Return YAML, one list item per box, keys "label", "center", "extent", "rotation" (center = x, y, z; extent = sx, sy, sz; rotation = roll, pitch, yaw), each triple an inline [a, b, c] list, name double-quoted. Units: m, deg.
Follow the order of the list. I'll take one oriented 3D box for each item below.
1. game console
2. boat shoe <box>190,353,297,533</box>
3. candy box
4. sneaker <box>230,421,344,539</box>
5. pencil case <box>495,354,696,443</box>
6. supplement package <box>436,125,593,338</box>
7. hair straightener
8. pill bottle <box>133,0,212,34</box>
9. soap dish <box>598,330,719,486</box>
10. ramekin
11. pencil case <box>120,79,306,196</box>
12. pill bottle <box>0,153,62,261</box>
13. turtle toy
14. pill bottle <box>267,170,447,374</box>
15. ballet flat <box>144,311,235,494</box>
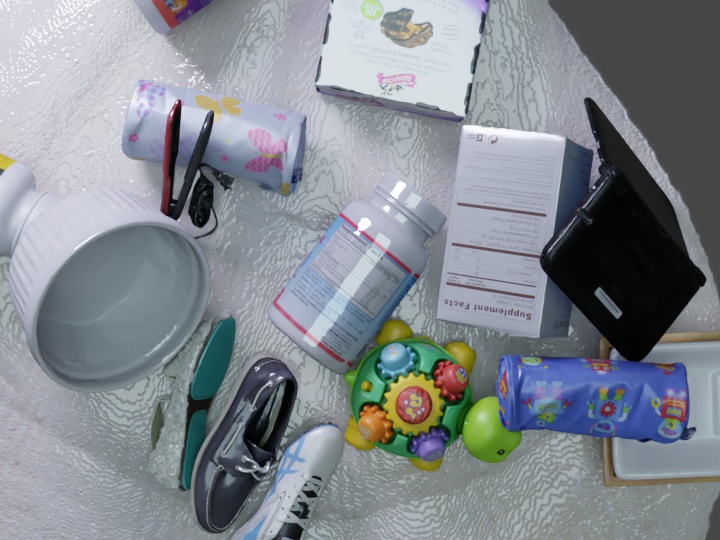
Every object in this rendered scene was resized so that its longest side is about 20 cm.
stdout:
- label: "game console"
  center: [0.255, -0.039, 1.269]
  extent: [0.177, 0.116, 0.200]
  rotation: [-50, 127, -2]
- label: "boat shoe"
  center: [-0.122, 0.191, 1.331]
  extent: [0.072, 0.062, 0.203]
  rotation: [22, 89, -38]
- label: "candy box"
  center: [0.050, -0.274, 1.326]
  extent: [0.165, 0.072, 0.203]
  rotation: [12, 91, -1]
- label: "sneaker"
  center: [-0.072, 0.255, 1.334]
  extent: [0.071, 0.072, 0.202]
  rotation: [27, 98, -40]
- label: "pencil case"
  center: [0.234, 0.131, 1.258]
  extent: [0.196, 0.078, 0.088]
  rotation: [4, 110, -1]
- label: "supplement package"
  center: [0.162, -0.038, 1.295]
  extent: [0.116, 0.117, 0.204]
  rotation: [9, 92, 24]
- label: "hair straightener"
  center: [-0.171, -0.084, 1.292]
  extent: [0.076, 0.041, 0.202]
  rotation: [15, 133, -2]
- label: "pill bottle"
  center: [-0.159, -0.347, 1.301]
  extent: [0.199, 0.111, 0.112]
  rotation: [-35, 92, 1]
- label: "soap dish"
  center: [0.352, 0.144, 1.338]
  extent: [0.196, 0.081, 0.160]
  rotation: [-3, 92, -1]
- label: "ramekin"
  center: [-0.262, 0.012, 1.274]
  extent: [0.201, 0.200, 0.105]
  rotation: [-48, 50, 1]
- label: "pencil case"
  center: [-0.152, -0.141, 1.323]
  extent: [0.197, 0.084, 0.091]
  rotation: [14, 135, -2]
- label: "pill bottle"
  center: [-0.410, -0.078, 1.307]
  extent: [0.198, 0.111, 0.113]
  rotation: [26, 91, -2]
- label: "turtle toy"
  center: [0.076, 0.144, 1.324]
  extent: [0.197, 0.101, 0.148]
  rotation: [18, 92, -1]
- label: "pill bottle"
  center: [0.000, 0.000, 1.316]
  extent: [0.108, 0.109, 0.201]
  rotation: [38, 91, -2]
- label: "ballet flat"
  center: [-0.191, 0.137, 1.341]
  extent: [0.071, 0.072, 0.203]
  rotation: [15, 91, -1]
